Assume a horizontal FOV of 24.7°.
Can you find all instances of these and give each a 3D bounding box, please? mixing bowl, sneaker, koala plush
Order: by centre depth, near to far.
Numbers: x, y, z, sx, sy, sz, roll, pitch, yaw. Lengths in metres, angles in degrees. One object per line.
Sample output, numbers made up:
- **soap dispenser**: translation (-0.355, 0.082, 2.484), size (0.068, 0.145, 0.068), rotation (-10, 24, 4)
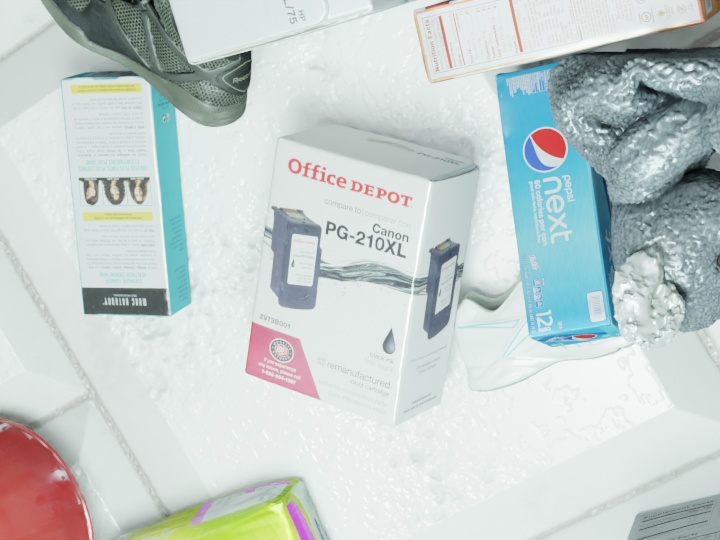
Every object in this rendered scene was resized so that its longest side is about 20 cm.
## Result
- **koala plush**: translation (0.219, -0.051, 1.135), size (0.183, 0.177, 0.201), rotation (3, 102, 25)
- **sneaker**: translation (0.160, 0.030, 1.267), size (0.200, 0.070, 0.080), rotation (-19, 94, 22)
- **sneaker**: translation (-0.163, -0.208, 1.289), size (0.199, 0.076, 0.114), rotation (36, 134, 17)
- **mixing bowl**: translation (-0.341, 0.239, 1.435), size (0.200, 0.108, 0.201), rotation (9, 106, 32)

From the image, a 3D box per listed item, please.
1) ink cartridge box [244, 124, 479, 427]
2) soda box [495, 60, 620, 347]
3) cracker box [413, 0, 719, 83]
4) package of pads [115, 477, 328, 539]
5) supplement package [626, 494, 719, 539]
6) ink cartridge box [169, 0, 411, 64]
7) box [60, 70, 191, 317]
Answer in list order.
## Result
- **ink cartridge box**: translation (0.000, 0.000, 1.289), size (0.144, 0.084, 0.201), rotation (17, 109, 27)
- **soda box**: translation (0.149, -0.049, 1.216), size (0.064, 0.068, 0.201), rotation (-10, 78, 20)
- **cracker box**: translation (0.152, -0.187, 1.182), size (0.199, 0.134, 0.058), rotation (-10, 100, 20)
- **package of pads**: translation (-0.114, 0.275, 1.416), size (0.200, 0.068, 0.155), rotation (-22, 96, 21)
- **supplement package**: translation (0.283, 0.265, 1.213), size (0.150, 0.200, 0.152), rotation (-18, 97, 20)
- **ink cartridge box**: translation (-0.045, -0.246, 1.195), size (0.146, 0.200, 0.147), rotation (-13, 98, 20)
- **box**: translation (-0.193, -0.064, 1.369), size (0.082, 0.049, 0.201), rotation (1, 103, 18)
